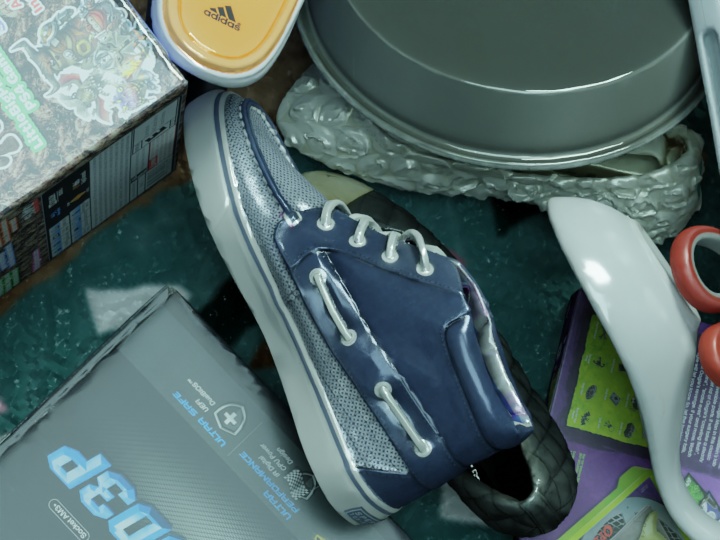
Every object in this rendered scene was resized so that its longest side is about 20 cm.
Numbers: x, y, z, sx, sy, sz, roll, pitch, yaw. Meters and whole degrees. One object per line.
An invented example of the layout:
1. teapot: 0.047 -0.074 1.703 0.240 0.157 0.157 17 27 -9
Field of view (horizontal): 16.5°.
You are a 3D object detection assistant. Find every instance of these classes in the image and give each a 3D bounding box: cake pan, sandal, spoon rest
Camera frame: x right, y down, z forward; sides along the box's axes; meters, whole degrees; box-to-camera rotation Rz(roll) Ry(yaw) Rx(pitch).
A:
1. cake pan: 0.069 -0.133 1.106 0.199 0.037 0.201 2 54 -3
2. sandal: -0.031 -0.165 1.046 0.079 0.059 0.208 25 51 -16
3. spoon rest: 0.135 0.053 1.077 0.060 0.099 0.200 -35 99 10

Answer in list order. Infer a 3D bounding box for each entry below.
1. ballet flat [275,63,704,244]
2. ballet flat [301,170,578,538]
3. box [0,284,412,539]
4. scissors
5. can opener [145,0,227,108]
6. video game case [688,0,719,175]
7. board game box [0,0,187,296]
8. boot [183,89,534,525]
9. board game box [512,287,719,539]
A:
1. ballet flat: 0.064 -0.067 1.122 0.199 0.072 0.072 13 79 -5
2. ballet flat: 0.031 0.030 1.097 0.066 0.057 0.200 -37 72 -4
3. box: -0.073 0.132 1.083 0.159 0.046 0.200 -43 88 -11
4. scissors: 0.194 -0.008 1.104 0.200 0.014 0.073 -30 93 -49
5. can opener: -0.070 -0.166 1.132 0.063 0.078 0.202 12 74 -47
6. video game case: 0.230 -0.062 1.112 0.199 0.022 0.183 -2 79 -40
7. board game box: -0.180 -0.040 1.042 0.200 0.159 0.097 -37 85 -11
8. boot: 0.000 0.000 1.060 0.090 0.073 0.201 -27 80 18
9. board game box: 0.129 0.120 1.118 0.119 0.032 0.201 15 79 -1
